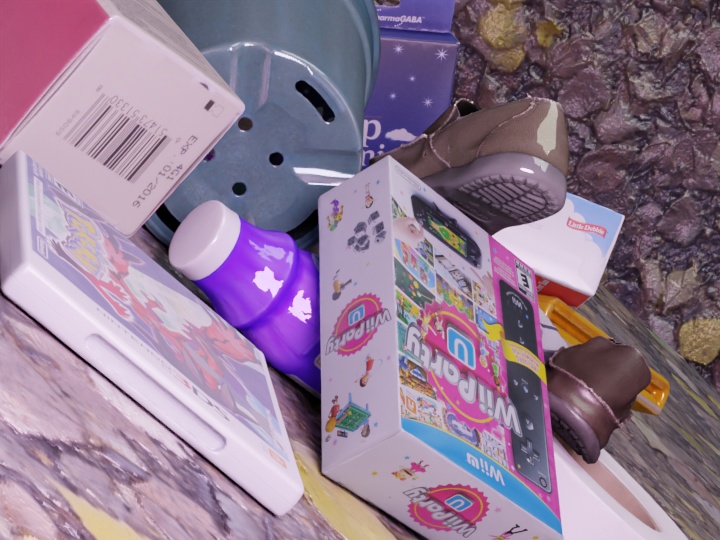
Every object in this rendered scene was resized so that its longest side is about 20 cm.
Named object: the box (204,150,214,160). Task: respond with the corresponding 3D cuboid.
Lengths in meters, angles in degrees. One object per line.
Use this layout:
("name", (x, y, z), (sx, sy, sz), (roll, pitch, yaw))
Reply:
("box", (-0.168, -0.137, 1.805), (0.200, 0.039, 0.041), (38, 6, -4))

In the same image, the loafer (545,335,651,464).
("loafer", (0.149, 0.071, 1.718), (0.073, 0.071, 0.200), (43, 8, 1))

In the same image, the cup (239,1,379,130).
("cup", (-0.034, -0.127, 1.920), (0.201, 0.143, 0.200), (58, 10, -17))

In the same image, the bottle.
("bottle", (-0.029, 0.031, 1.572), (0.200, 0.065, 0.084), (39, 13, -30))

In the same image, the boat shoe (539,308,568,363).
("boat shoe", (0.088, 0.031, 1.758), (0.070, 0.071, 0.200), (62, 14, 14))

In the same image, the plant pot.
("plant pot", (-0.078, -0.106, 1.670), (0.200, 0.200, 0.196), (40, 17, -20))

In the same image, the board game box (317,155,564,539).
("board game box", (0.044, 0.056, 1.521), (0.147, 0.064, 0.201), (35, 38, -37))

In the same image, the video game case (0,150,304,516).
("video game case", (-0.110, 0.027, 1.342), (0.182, 0.023, 0.200), (41, 8, -18))

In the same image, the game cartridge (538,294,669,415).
("game cartridge", (0.114, 0.049, 2.014), (0.199, 0.033, 0.176), (14, -14, 43))

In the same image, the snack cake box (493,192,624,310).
("snack cake box", (0.113, -0.014, 1.968), (0.114, 0.068, 0.200), (24, -13, -3))

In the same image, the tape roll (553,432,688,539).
("tape roll", (0.135, 0.156, 1.714), (0.202, 0.071, 0.202), (42, 8, -7))

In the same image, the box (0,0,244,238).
("box", (-0.181, -0.134, 1.527), (0.128, 0.109, 0.200), (33, 13, -48))

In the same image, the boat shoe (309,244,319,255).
("boat shoe", (0.000, 0.000, 1.714), (0.062, 0.073, 0.200), (26, -1, -33))

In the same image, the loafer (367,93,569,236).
("loafer", (0.066, -0.062, 1.599), (0.075, 0.070, 0.200), (32, -21, -28))

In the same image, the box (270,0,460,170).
("box", (-0.001, -0.101, 1.812), (0.120, 0.201, 0.032), (3, 19, -12))
